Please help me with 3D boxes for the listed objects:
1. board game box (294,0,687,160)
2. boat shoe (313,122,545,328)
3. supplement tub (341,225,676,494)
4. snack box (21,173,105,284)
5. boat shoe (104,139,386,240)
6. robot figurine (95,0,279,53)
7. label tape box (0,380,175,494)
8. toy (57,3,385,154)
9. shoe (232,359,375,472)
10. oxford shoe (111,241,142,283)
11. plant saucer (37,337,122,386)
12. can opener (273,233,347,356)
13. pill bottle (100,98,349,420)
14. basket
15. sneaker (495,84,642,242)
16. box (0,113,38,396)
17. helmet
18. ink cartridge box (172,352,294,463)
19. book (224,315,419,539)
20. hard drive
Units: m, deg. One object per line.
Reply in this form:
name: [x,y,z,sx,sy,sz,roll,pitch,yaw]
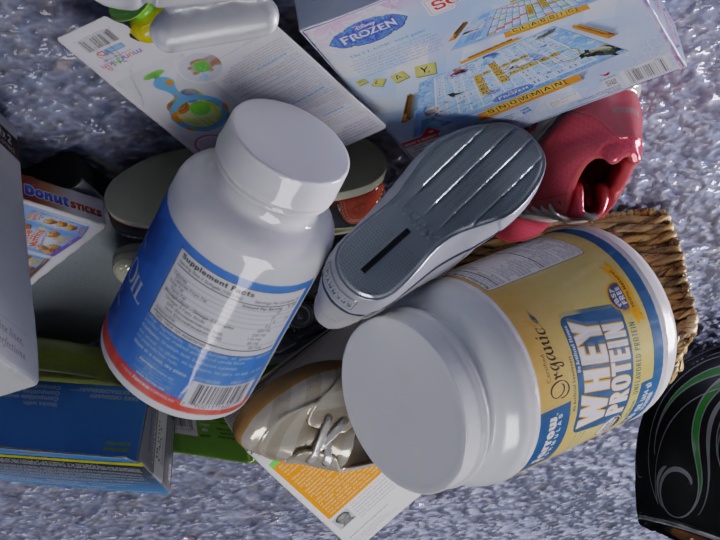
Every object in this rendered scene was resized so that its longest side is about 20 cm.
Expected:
board game box: [0.087,-0.157,1.375,0.199,0.041,0.200,-19,151,15]
boat shoe: [0.038,-0.031,1.409,0.200,0.074,0.067,-33,173,-34]
supplement tub: [0.101,0.061,1.455,0.200,0.145,0.145,-21,161,-37]
snack box: [-0.264,-0.001,1.479,0.072,0.024,0.200,19,140,-40]
boat shoe: [-0.079,-0.046,1.488,0.199,0.071,0.063,-10,147,-16]
robot figurine: [-0.085,-0.202,1.160,0.199,0.113,0.170,-8,113,-7]
label tape box: [-0.221,0.117,1.582,0.144,0.064,0.200,4,167,4]
toy: [-0.085,-0.131,1.357,0.115,0.047,0.200,-22,146,25]
shoe: [0.000,0.102,1.490,0.199,0.053,0.070,-5,127,-42]
oxford shoe: [-0.095,-0.009,1.546,0.199,0.058,0.075,4,164,-40]
plant saucer: [-0.246,0.079,1.638,0.199,0.031,0.200,5,166,1]
can opener: [0.000,0.000,1.548,0.200,0.053,0.067,-29,167,-19]
pill bottle: [-0.084,-0.009,1.382,0.112,0.112,0.200,8,129,-31]
basket: [0.148,0.051,1.662,0.199,0.143,0.149,-3,150,-13]
sneaker: [0.139,-0.063,1.515,0.073,0.087,0.200,3,149,-22]
box: [-0.302,-0.034,1.293,0.130,0.201,0.199,-18,150,14]
helmet: [0.342,0.154,1.868,0.199,0.191,0.200,20,171,3]
ink cartridge box: [-0.037,0.094,1.687,0.199,0.076,0.148,-10,-175,-30]
book: [0.001,0.120,1.582,0.133,0.048,0.200,-39,142,0]
hard drive: [-0.213,-0.009,1.543,0.139,0.033,0.200,-20,150,15]
